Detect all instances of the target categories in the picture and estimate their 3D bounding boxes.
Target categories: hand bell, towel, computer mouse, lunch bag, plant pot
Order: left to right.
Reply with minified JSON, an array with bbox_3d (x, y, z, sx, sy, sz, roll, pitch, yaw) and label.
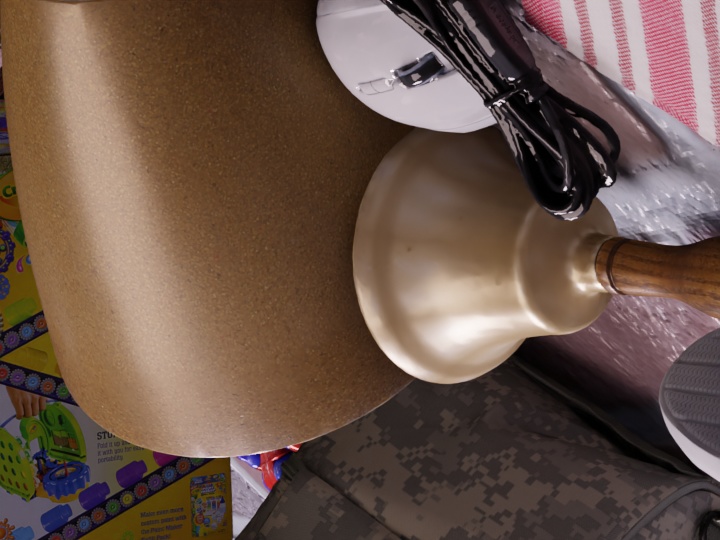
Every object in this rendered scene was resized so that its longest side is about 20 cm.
[{"bbox_3d":[-0.065,-0.062,1.182,0.186,0.186,0.200,31,152,42],"label":"plant pot"},{"bbox_3d":[0.023,-0.074,1.064,0.110,0.044,0.200,47,176,-14],"label":"computer mouse"},{"bbox_3d":[0.064,0.130,1.378,0.200,0.168,0.139,34,-179,41],"label":"lunch bag"},{"bbox_3d":[0.100,-0.003,1.095,0.200,0.104,0.104,5,142,49],"label":"hand bell"},{"bbox_3d":[0.119,-0.075,0.889,0.200,0.030,0.146,35,165,23],"label":"towel"}]

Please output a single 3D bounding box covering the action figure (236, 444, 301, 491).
[{"bbox_3d":[-0.035,0.115,1.629,0.200,0.052,0.065,59,155,0],"label":"action figure"}]

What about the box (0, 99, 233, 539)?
[{"bbox_3d":[-0.157,0.024,1.424,0.200,0.122,0.193,15,109,61],"label":"box"}]

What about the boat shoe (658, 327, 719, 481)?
[{"bbox_3d":[0.183,0.072,1.047,0.200,0.074,0.067,21,152,56],"label":"boat shoe"}]

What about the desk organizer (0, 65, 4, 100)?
[{"bbox_3d":[-0.162,-0.072,1.604,0.072,0.077,0.200,47,166,-16],"label":"desk organizer"}]
